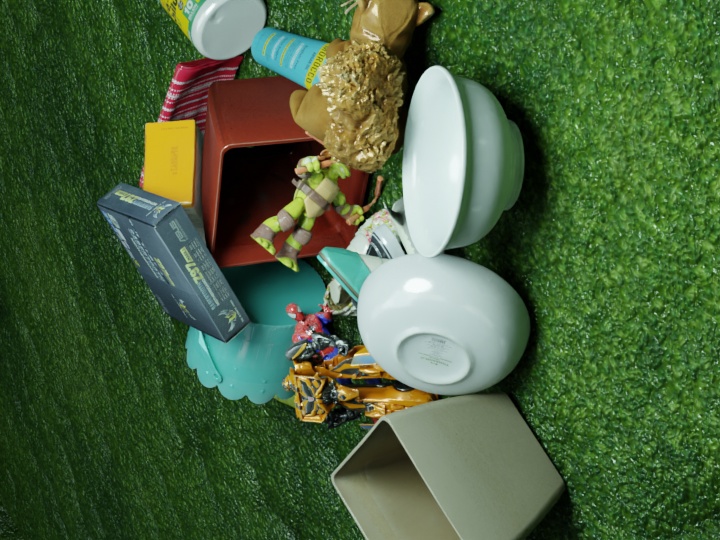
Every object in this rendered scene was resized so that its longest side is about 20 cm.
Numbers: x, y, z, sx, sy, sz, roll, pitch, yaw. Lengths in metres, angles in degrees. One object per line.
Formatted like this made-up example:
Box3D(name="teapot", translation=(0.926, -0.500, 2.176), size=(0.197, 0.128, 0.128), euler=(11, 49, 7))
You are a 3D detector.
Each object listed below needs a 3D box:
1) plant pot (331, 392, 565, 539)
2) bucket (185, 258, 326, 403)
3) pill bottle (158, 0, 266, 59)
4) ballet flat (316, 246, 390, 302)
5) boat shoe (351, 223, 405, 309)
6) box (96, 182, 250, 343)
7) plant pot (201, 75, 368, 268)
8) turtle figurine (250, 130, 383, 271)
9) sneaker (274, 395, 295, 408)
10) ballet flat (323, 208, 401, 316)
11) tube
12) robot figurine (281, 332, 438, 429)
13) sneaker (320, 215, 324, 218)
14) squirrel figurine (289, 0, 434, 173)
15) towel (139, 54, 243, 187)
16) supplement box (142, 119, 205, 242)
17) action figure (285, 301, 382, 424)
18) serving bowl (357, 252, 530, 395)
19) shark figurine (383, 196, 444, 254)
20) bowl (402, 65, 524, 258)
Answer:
Box3D(name="plant pot", translation=(0.114, 0.254, 1.492), size=(0.201, 0.176, 0.200), euler=(58, 148, 16))
Box3D(name="bucket", translation=(-0.146, 0.070, 1.823), size=(0.207, 0.206, 0.135), euler=(47, 137, 36))
Box3D(name="pill bottle", translation=(-0.223, -0.390, 1.775), size=(0.200, 0.112, 0.113), euler=(52, 145, 31))
Box3D(name="ballet flat", translation=(0.029, 0.027, 1.521), size=(0.200, 0.070, 0.067), euler=(50, -176, -29))
Box3D(name="boat shoe", translation=(0.022, 0.026, 1.592), size=(0.072, 0.068, 0.201), euler=(55, 161, 33))
Box3D(name="box", translation=(-0.240, -0.010, 1.654), size=(0.157, 0.051, 0.201), euler=(19, 145, 49))
Box3D(name="plant pot", translation=(-0.115, -0.145, 1.665), size=(0.201, 0.199, 0.177), euler=(102, 151, -43))
Box3D(name="turtle figurine", translation=(-0.063, -0.088, 1.562), size=(0.064, 0.162, 0.200), euler=(38, 178, 30))
Box3D(name="sneaker", translation=(-0.144, 0.166, 1.989), size=(0.200, 0.076, 0.076), euler=(29, 128, 49))
Box3D(name="ballet flat", translation=(0.000, 0.000, 1.666), size=(0.076, 0.064, 0.200), euler=(56, 147, 26))
Box3D(name="tube", translation=(-0.069, -0.267, 1.646), size=(0.200, 0.050, 0.078), euler=(29, 97, 49))
Box3D(name="robot figurine", translation=(-0.003, 0.144, 1.630), size=(0.058, 0.199, 0.146), euler=(-79, -16, -59))
Box3D(name="sneaker", translation=(-0.126, -0.081, 1.784), size=(0.200, 0.108, 0.070), euler=(54, 145, 31))
Box3D(name="squirrel figurine", translation=(0.015, -0.218, 1.426), size=(0.200, 0.141, 0.187), euler=(-91, 22, -62))
Box3D(name="towel", translation=(-0.241, -0.216, 1.836), size=(0.022, 0.144, 0.201), euler=(34, 120, 18))
Box3D(name="supplement box", translation=(-0.241, -0.108, 1.791), size=(0.200, 0.073, 0.127), euler=(69, -161, -67))
Box3D(name="action figure", translation=(-0.025, 0.115, 1.690), size=(0.200, 0.065, 0.099), euler=(46, 171, 3))
Box3D(name="serving bowl", translation=(0.087, 0.074, 1.438), size=(0.199, 0.066, 0.201), euler=(10, 135, 10))
Box3D(name="shark figurine", translation=(0.095, -0.019, 1.488), size=(0.128, 0.089, 0.215), euler=(55, -169, -66))
Box3D(name="bowl", translation=(0.113, -0.113, 1.355), size=(0.201, 0.090, 0.202), euler=(180, 90, -75))
